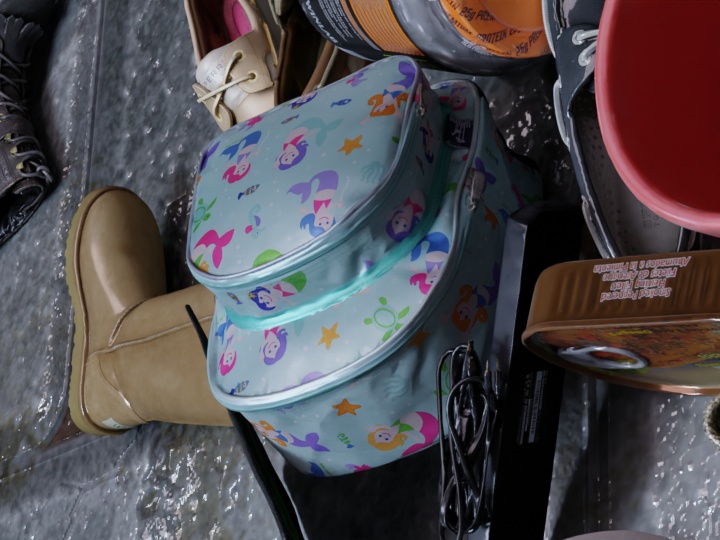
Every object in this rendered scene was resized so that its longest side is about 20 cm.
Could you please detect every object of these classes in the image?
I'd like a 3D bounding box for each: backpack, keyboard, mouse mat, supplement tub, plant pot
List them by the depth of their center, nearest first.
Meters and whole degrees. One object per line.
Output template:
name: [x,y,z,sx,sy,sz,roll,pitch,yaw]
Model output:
plant pot: [0.227,-0.084,0.920,0.200,0.177,0.201,-28,52,43]
keyboard: [0.064,0.064,1.087,0.040,0.104,0.201,9,95,27]
backpack: [0.000,0.000,1.162,0.177,0.151,0.200,-21,45,27]
mouse mat: [-0.043,0.127,1.208,0.008,0.161,0.200,-24,45,-1]
supplement tub: [0.049,-0.169,1.212,0.200,0.122,0.123,21,90,65]

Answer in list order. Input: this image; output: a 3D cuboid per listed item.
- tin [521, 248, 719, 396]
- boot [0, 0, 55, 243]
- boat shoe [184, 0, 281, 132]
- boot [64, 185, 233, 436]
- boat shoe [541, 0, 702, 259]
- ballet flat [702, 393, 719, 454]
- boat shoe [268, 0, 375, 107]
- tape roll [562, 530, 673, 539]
tin: [0.161,0.025,1.010,0.200,0.112,0.042,-5,64,51]
boot: [-0.261,-0.122,1.682,0.200,0.069,0.174,-53,44,28]
boat shoe: [-0.075,-0.121,1.422,0.074,0.069,0.200,-47,42,28]
boot: [-0.105,0.018,1.405,0.200,0.066,0.176,-14,75,50]
boat shoe: [0.131,-0.088,1.090,0.075,0.060,0.201,-15,86,9]
ballet flat: [0.222,0.076,0.937,0.200,0.075,0.068,3,75,53]
boat shoe: [-0.015,-0.166,1.363,0.076,0.074,0.201,-25,55,44]
tape roll: [0.112,0.225,0.901,0.139,0.202,0.203,41,106,53]
